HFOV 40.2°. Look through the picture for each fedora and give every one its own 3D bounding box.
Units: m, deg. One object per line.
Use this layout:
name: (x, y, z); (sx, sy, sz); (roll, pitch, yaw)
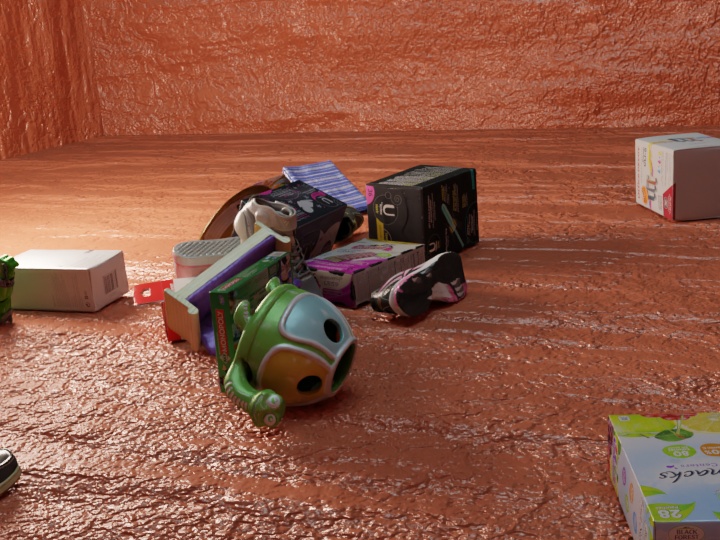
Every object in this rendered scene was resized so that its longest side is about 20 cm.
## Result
fedora: (-0.216, -0.067, 1.841); (0.082, 0.201, 0.200); (41, 33, 16)

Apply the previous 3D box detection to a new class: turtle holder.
turtle holder: (-0.084, 0.097, 1.175); (0.131, 0.141, 0.185); (21, 12, 15)

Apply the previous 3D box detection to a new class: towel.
towel: (-0.073, -0.189, 2.270); (0.144, 0.024, 0.200); (-14, 47, -35)

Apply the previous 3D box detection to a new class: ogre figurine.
ogre figurine: (-0.634, 0.027, 1.616); (0.199, 0.120, 0.098); (-4, 19, 7)

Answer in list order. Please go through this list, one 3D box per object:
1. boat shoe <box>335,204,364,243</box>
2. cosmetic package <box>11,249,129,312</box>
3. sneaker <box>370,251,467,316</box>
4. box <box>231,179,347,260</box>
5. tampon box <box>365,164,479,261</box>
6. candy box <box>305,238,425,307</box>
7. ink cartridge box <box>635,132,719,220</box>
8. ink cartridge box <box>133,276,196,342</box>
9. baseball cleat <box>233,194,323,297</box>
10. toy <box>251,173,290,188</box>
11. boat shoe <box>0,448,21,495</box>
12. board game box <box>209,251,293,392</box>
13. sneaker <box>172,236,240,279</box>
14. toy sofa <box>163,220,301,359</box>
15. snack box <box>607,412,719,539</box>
boat shoe: (-0.046, -0.087, 1.974); (0.060, 0.072, 0.202); (28, 21, 24)
cosmetic package: (-0.516, 0.016, 1.697); (0.199, 0.081, 0.113); (2, 18, 18)
sneaker: (0.088, 0.020, 1.532); (0.086, 0.081, 0.200); (-6, 5, 39)
box: (-0.129, -0.063, 1.741); (0.115, 0.132, 0.200); (28, 26, 18)
tampon box: (0.117, -0.106, 1.834); (0.126, 0.150, 0.200); (7, 19, 35)
candy box: (0.000, 0.000, 1.650); (0.136, 0.061, 0.200); (7, 18, 38)
ink cartridge box: (0.668, -0.196, 2.024); (0.144, 0.146, 0.200); (-6, 14, -4)
ink cartridge box: (-0.242, 0.054, 1.504); (0.199, 0.067, 0.116); (-7, 16, -12)
baseball cleat: (-0.115, -0.029, 1.520); (0.106, 0.200, 0.070); (-47, -6, 36)
toy: (-0.202, -0.169, 2.308); (0.047, 0.115, 0.200); (47, 35, 17)
boat shoe: (-0.435, 0.213, 0.977); (0.072, 0.066, 0.201); (10, 21, 44)
board game box: (-0.137, 0.064, 1.313); (0.029, 0.135, 0.200); (1, 16, 19)
sneaker: (-0.207, 0.006, 1.610); (0.199, 0.105, 0.075); (-2, 30, -14)
toy sofa: (-0.176, 0.026, 1.403); (0.097, 0.083, 0.200); (33, 53, 23)
snack box: (0.315, 0.191, 0.852); (0.168, 0.068, 0.200); (-3, 17, 4)
